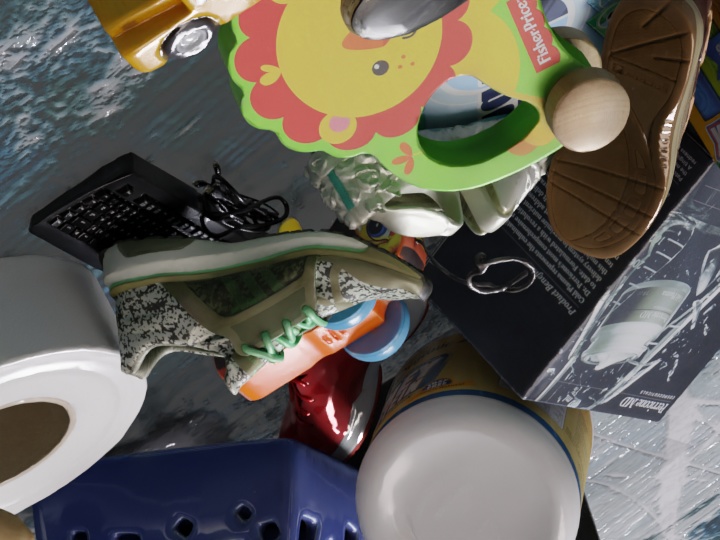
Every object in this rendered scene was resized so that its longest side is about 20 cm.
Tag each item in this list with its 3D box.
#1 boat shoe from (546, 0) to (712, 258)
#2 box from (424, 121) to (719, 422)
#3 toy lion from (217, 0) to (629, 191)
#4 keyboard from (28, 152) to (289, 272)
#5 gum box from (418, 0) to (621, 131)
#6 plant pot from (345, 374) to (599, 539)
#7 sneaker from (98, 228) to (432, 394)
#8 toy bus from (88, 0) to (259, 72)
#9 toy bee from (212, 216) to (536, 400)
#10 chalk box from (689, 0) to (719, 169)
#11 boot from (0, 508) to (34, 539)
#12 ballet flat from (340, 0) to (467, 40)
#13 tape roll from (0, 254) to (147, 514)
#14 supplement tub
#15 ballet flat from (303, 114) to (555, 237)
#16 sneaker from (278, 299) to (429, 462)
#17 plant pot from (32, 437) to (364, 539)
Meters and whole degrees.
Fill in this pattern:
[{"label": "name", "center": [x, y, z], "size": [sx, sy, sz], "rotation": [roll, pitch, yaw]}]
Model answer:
[{"label": "boat shoe", "center": [0.164, -0.095, 1.623], "size": [0.072, 0.072, 0.201], "rotation": [-50, 159, -46]}, {"label": "box", "center": [0.173, -0.020, 1.784], "size": [0.197, 0.124, 0.200], "rotation": [-51, 150, 17]}, {"label": "toy lion", "center": [0.026, -0.120, 1.477], "size": [0.191, 0.069, 0.201], "rotation": [-28, 128, 1]}, {"label": "keyboard", "center": [-0.106, -0.017, 1.625], "size": [0.104, 0.040, 0.200], "rotation": [-35, 156, 13]}, {"label": "gum box", "center": [0.074, -0.131, 1.600], "size": [0.199, 0.045, 0.170], "rotation": [-25, 155, -9]}, {"label": "plant pot", "center": [0.060, 0.183, 2.023], "size": [0.176, 0.201, 0.200], "rotation": [-15, 154, -8]}, {"label": "sneaker", "center": [-0.054, 0.028, 1.578], "size": [0.199, 0.089, 0.077], "rotation": [-3, 167, 18]}, {"label": "toy bus", "center": [-0.048, -0.182, 1.341], "size": [0.199, 0.065, 0.078], "rotation": [-33, 156, 6]}, {"label": "toy bee", "center": [0.000, 0.000, 1.699], "size": [0.199, 0.109, 0.131], "rotation": [-12, 148, -3]}, {"label": "chalk box", "center": [0.273, -0.124, 1.642], "size": [0.124, 0.201, 0.124], "rotation": [-11, 150, -35]}, {"label": "boot", "center": [-0.246, 0.112, 1.443], "size": [0.175, 0.066, 0.200], "rotation": [-32, 140, 26]}, {"label": "ballet flat", "center": [0.061, -0.192, 1.386], "size": [0.200, 0.057, 0.067], "rotation": [-46, 147, -8]}, {"label": "tape roll", "center": [-0.230, 0.078, 1.633], "size": [0.201, 0.071, 0.203], "rotation": [-24, 155, -12]}, {"label": "supplement tub", "center": [0.079, 0.122, 1.822], "size": [0.144, 0.145, 0.200], "rotation": [-38, -171, 18]}, {"label": "ballet flat", "center": [0.049, -0.048, 1.600], "size": [0.199, 0.072, 0.072], "rotation": [-5, 146, -44]}, {"label": "sneaker", "center": [-0.042, 0.058, 1.820], "size": [0.115, 0.079, 0.201], "rotation": [-1, 132, -33]}, {"label": "plant pot", "center": [-0.094, 0.226, 1.852], "size": [0.199, 0.181, 0.200], "rotation": [-7, 161, 21]}]
